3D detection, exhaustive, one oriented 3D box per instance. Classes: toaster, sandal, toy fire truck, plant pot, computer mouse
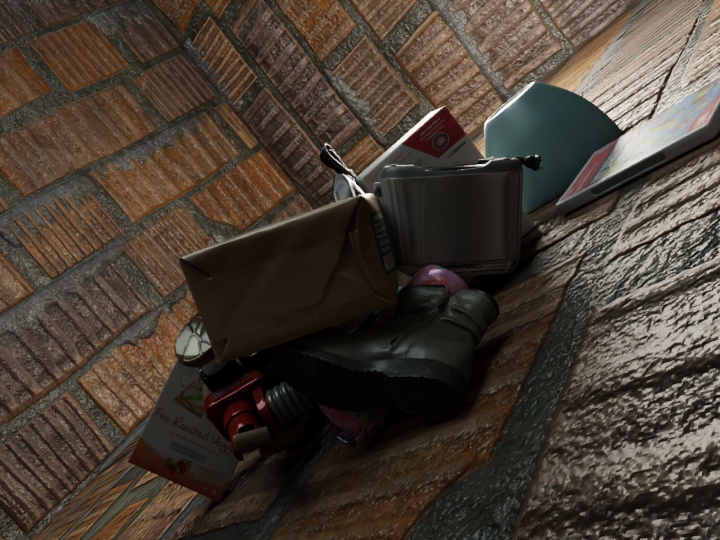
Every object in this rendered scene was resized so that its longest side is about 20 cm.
[{"bbox_3d":[0.115,-0.065,0.761,0.196,0.132,0.114,-3,11,2],"label":"toaster"},{"bbox_3d":[-0.152,0.049,0.795,0.079,0.054,0.201,4,44,32],"label":"sandal"},{"bbox_3d":[-0.088,0.140,0.712,0.174,0.130,0.200,-28,33,-4],"label":"toy fire truck"},{"bbox_3d":[0.261,-0.196,0.955,0.199,0.135,0.200,-40,7,6],"label":"plant pot"},{"bbox_3d":[0.001,-0.075,0.886,0.046,0.140,0.201,-38,47,12],"label":"computer mouse"}]

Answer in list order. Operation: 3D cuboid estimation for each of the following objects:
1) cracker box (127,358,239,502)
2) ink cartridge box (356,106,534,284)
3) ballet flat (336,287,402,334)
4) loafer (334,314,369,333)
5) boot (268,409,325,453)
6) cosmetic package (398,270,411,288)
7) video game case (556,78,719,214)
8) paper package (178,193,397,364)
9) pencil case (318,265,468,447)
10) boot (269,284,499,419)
[{"bbox_3d":[-0.203,0.185,0.863,0.202,0.132,0.058,-65,8,-2],"label":"cracker box"},{"bbox_3d":[0.111,-0.090,0.858,0.144,0.201,0.084,-40,10,2],"label":"ink cartridge box"},{"bbox_3d":[0.026,0.076,0.835,0.068,0.067,0.200,-50,9,-21],"label":"ballet flat"},{"bbox_3d":[0.000,0.000,0.839,0.071,0.063,0.201,-29,18,29],"label":"loafer"},{"bbox_3d":[-0.065,0.160,0.861,0.075,0.074,0.201,-24,21,22],"label":"boot"},{"bbox_3d":[0.069,0.001,0.978,0.200,0.088,0.103,-42,9,-17],"label":"cosmetic package"},{"bbox_3d":[0.330,-0.145,0.743,0.143,0.018,0.199,-46,8,-36],"label":"video game case"},{"bbox_3d":[-0.058,-0.004,0.654,0.188,0.105,0.200,-19,5,6],"label":"paper package"},{"bbox_3d":[0.037,0.085,0.673,0.200,0.088,0.087,-45,8,-22],"label":"pencil case"},{"bbox_3d":[0.024,0.066,0.607,0.197,0.068,0.131,4,39,25],"label":"boot"}]
